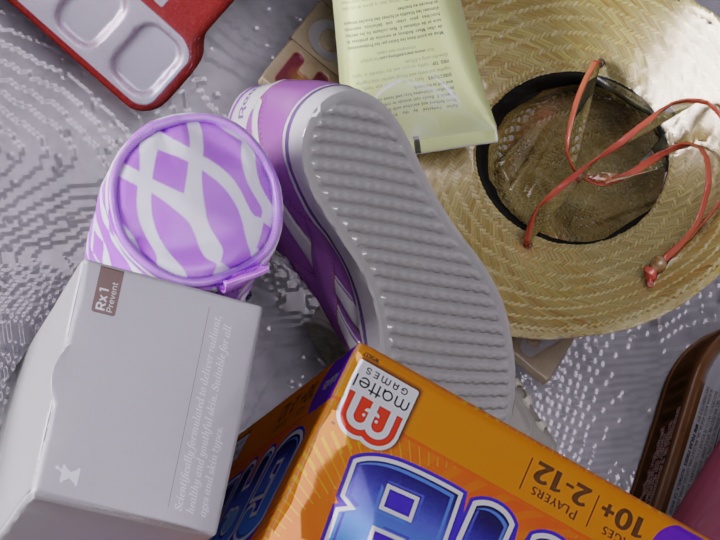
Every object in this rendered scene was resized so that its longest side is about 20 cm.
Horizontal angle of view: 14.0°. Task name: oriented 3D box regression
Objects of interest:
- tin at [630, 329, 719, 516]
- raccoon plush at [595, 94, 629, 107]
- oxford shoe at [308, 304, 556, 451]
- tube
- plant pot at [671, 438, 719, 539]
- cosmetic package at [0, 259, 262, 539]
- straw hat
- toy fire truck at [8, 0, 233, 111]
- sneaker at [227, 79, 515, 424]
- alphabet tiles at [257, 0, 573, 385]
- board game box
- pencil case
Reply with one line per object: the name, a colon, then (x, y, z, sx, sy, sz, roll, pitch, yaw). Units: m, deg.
tin: (0.194, 0.118, 1.464, 0.112, 0.042, 0.201, 25, 69, -15)
raccoon plush: (0.197, -0.094, 1.516, 0.200, 0.097, 0.134, -11, 59, -53)
oxford shoe: (0.063, 0.074, 1.411, 0.200, 0.075, 0.058, 44, 70, 2)
tube: (0.012, -0.153, 1.389, 0.052, 0.058, 0.201, -11, 92, -34)
plant pot: (0.237, 0.117, 1.351, 0.179, 0.200, 0.200, -42, 91, -23)
cosmetic package: (-0.110, 0.076, 1.282, 0.090, 0.200, 0.107, 15, 74, -13)
straw hat: (0.107, -0.049, 1.414, 0.200, 0.085, 0.202, -4, 78, 17)
toy fire truck: (-0.125, -0.194, 1.389, 0.200, 0.112, 0.168, 40, 104, -9)
sneaker: (0.000, -0.001, 1.358, 0.072, 0.114, 0.201, -30, 111, -25)
alphabet tiles: (0.049, -0.061, 1.451, 0.200, 0.008, 0.167, 39, 50, -5)
board game box: (0.015, 0.185, 1.295, 0.199, 0.200, 0.200, 29, 68, -9)
pencil case: (-0.082, -0.002, 1.319, 0.084, 0.200, 0.086, -19, 76, -11)
